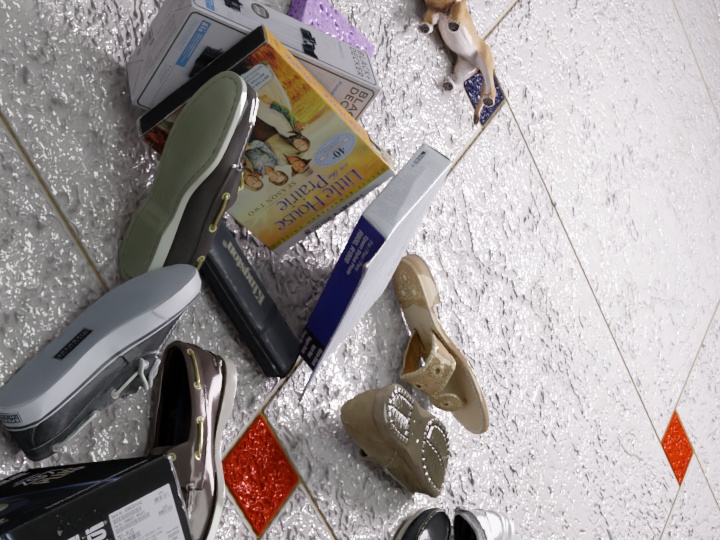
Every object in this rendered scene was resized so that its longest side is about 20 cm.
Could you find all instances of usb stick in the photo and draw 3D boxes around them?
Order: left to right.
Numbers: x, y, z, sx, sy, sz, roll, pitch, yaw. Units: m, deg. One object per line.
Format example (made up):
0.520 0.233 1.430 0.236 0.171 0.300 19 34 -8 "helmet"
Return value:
-0.116 0.013 1.195 0.201 0.032 0.056 60 37 -22 "usb stick"

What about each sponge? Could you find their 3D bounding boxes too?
-0.048 -0.186 1.338 0.111 0.030 0.201 40 52 -38 "sponge"

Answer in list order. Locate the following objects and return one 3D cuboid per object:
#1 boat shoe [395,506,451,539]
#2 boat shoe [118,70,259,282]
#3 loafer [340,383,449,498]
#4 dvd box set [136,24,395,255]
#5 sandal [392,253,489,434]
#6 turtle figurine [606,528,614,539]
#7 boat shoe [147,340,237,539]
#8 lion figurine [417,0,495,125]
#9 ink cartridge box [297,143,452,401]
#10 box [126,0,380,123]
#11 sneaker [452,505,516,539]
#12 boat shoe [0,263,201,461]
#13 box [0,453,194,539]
0.061 0.326 1.318 0.072 0.067 0.201 56 39 -24 "boat shoe"
-0.136 -0.073 1.091 0.060 0.072 0.202 16 110 -43 "boat shoe"
0.039 0.174 1.333 0.200 0.067 0.077 59 42 -49 "loafer"
-0.081 -0.110 1.153 0.200 0.146 0.030 43 21 -41 "dvd box set"
0.066 0.093 1.399 0.069 0.077 0.213 -23 94 -33 "sandal"
0.394 0.468 1.658 0.194 0.143 0.201 49 49 -39 "turtle figurine"
-0.151 0.156 1.081 0.059 0.072 0.202 30 54 -38 "boat shoe"
0.124 -0.292 1.577 0.123 0.072 0.201 -71 149 -48 "lion figurine"
0.000 0.000 1.235 0.040 0.200 0.200 32 41 6 "ink cartridge box"
-0.095 -0.173 1.153 0.199 0.117 0.060 20 35 -32 "box"
0.116 0.353 1.395 0.082 0.075 0.201 26 53 -31 "sneaker"
-0.196 0.073 1.023 0.199 0.073 0.068 -46 128 -35 "boat shoe"
-0.239 0.202 0.873 0.199 0.163 0.087 -21 98 -52 "box"
